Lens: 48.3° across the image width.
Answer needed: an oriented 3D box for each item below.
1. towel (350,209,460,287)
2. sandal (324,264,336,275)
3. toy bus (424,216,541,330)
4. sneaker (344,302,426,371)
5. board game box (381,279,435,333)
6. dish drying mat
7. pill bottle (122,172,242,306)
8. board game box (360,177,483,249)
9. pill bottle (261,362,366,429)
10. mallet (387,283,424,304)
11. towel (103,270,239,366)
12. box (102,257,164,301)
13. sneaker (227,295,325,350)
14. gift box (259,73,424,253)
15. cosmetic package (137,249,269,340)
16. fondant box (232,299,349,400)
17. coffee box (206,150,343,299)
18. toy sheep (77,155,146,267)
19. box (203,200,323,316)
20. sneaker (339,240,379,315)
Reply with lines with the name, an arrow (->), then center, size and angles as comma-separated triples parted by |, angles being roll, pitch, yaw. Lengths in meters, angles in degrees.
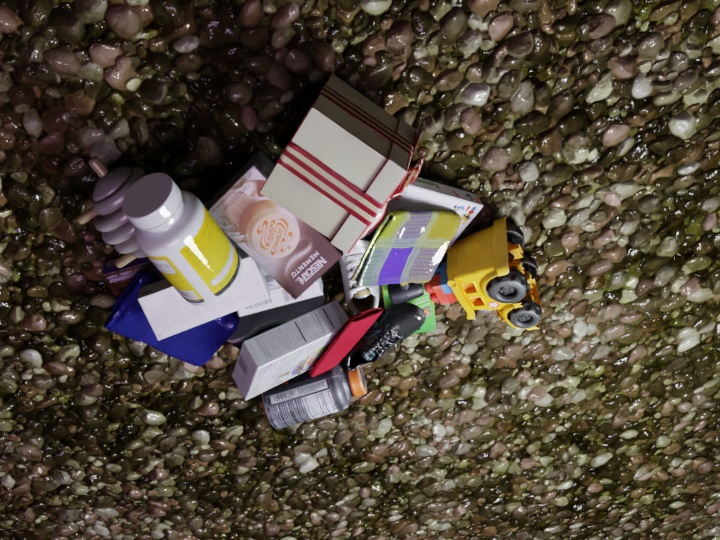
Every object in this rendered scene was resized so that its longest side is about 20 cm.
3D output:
towel -> 0.080, -0.035, 1.302 | 0.198, 0.023, 0.145 | 0, 126, -51
sandal -> -0.138, -0.009, 1.406 | 0.196, 0.045, 0.076 | 3, 129, -12
toy bus -> 0.221, 0.027, 1.452 | 0.189, 0.137, 0.201 | -17, 135, 22
sneaker -> 0.044, 0.130, 1.506 | 0.075, 0.080, 0.199 | 41, 129, -22
board game box -> 0.088, 0.043, 1.502 | 0.094, 0.030, 0.202 | -9, 129, 0
dish drying mat -> -0.030, 0.130, 1.455 | 0.076, 0.018, 0.201 | -18, 156, -37
pill bottle -> -0.262, -0.046, 1.180 | 0.110, 0.113, 0.201 | -20, 140, 8
board game box -> 0.099, -0.090, 1.346 | 0.198, 0.035, 0.127 | 10, 130, -41
pill bottle -> -0.088, 0.236, 1.585 | 0.197, 0.107, 0.107 | -17, 132, 5
mallet -> 0.080, -0.008, 1.384 | 0.065, 0.042, 0.201 | -12, 147, -6
towel -> -0.327, 0.083, 1.402 | 0.198, 0.050, 0.148 | 29, 124, -28
box -> -0.328, 0.020, 1.402 | 0.196, 0.039, 0.138 | -15, 132, 3
sneaker -> -0.150, 0.097, 1.489 | 0.197, 0.071, 0.100 | -24, 147, 0
gift box -> -0.014, -0.167, 1.198 | 0.185, 0.201, 0.185 | 33, 125, -9
cosmetic package -> -0.254, 0.036, 1.312 | 0.197, 0.051, 0.084 | -20, 113, -1
fondant box -> -0.125, 0.144, 1.449 | 0.198, 0.059, 0.145 | -22, 159, -29
coffee box -> -0.130, -0.071, 1.264 | 0.114, 0.080, 0.200 | -41, 109, 16
toy sheep -> -0.356, -0.091, 1.246 | 0.136, 0.139, 0.201 | -27, 124, 14
box -> -0.161, -0.036, 1.344 | 0.153, 0.041, 0.203 | -15, 114, 3
sneaker -> 0.000, 0.000, 1.414 | 0.075, 0.081, 0.202 | -11, 130, 3
